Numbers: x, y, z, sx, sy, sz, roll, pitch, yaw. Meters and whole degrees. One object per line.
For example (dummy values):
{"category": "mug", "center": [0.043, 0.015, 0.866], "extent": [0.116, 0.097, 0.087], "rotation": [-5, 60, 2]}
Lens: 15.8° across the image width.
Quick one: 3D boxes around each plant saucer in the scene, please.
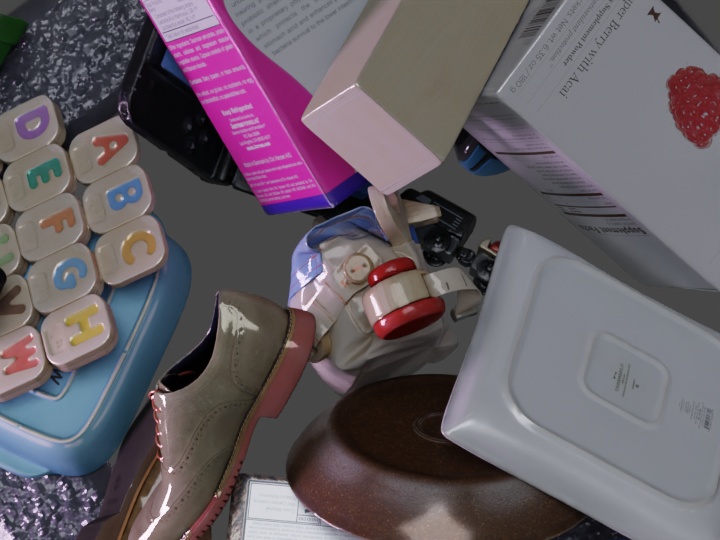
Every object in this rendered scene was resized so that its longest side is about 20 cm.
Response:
{"category": "plant saucer", "center": [0.053, 0.112, 1.622], "extent": [0.199, 0.201, 0.037], "rotation": [4, 114, 4]}

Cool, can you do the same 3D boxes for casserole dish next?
{"category": "casserole dish", "center": [-0.193, 0.041, 1.728], "extent": [0.121, 0.039, 0.201], "rotation": [23, 80, 9]}

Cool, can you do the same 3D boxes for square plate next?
{"category": "square plate", "center": [0.161, 0.074, 1.625], "extent": [0.197, 0.028, 0.200], "rotation": [28, 44, -7]}

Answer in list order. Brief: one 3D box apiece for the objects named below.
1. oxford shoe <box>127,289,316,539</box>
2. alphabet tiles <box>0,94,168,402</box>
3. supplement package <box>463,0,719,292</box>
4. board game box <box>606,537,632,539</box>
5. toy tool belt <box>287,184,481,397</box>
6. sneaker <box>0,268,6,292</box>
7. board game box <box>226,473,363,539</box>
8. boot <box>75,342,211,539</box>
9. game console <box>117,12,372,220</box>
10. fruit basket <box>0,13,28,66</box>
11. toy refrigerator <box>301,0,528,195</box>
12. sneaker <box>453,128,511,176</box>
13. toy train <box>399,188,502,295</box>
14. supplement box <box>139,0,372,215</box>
{"category": "oxford shoe", "center": [-0.105, 0.097, 1.609], "extent": [0.075, 0.071, 0.201], "rotation": [24, 106, -19]}
{"category": "alphabet tiles", "center": [-0.226, -0.017, 1.720], "extent": [0.195, 0.015, 0.201], "rotation": [-24, 61, 12]}
{"category": "supplement package", "center": [0.169, -0.095, 1.657], "extent": [0.200, 0.120, 0.121], "rotation": [39, 79, -17]}
{"category": "board game box", "center": [0.121, 0.271, 1.589], "extent": [0.200, 0.034, 0.136], "rotation": [-31, 98, -31]}
{"category": "toy tool belt", "center": [0.000, 0.000, 1.645], "extent": [0.124, 0.200, 0.123], "rotation": [-20, 78, -11]}
{"category": "sneaker", "center": [-0.306, -0.023, 1.717], "extent": [0.199, 0.071, 0.083], "rotation": [37, 90, 28]}
{"category": "board game box", "center": [-0.008, 0.240, 1.636], "extent": [0.158, 0.097, 0.201], "rotation": [5, 76, 5]}
{"category": "boot", "center": [-0.125, 0.143, 1.694], "extent": [0.075, 0.074, 0.201], "rotation": [28, 79, -15]}
{"category": "game console", "center": [-0.046, -0.154, 1.731], "extent": [0.116, 0.176, 0.201], "rotation": [10, 74, 35]}
{"category": "fruit basket", "center": [-0.329, -0.207, 1.735], "extent": [0.214, 0.155, 0.217], "rotation": [0, 90, 8]}
{"category": "toy refrigerator", "center": [0.043, -0.149, 1.619], "extent": [0.076, 0.070, 0.200], "rotation": [40, 53, -17]}
{"category": "sneaker", "center": [0.112, -0.156, 1.752], "extent": [0.082, 0.073, 0.201], "rotation": [24, 79, 35]}
{"category": "toy train", "center": [0.107, 0.002, 1.722], "extent": [0.199, 0.034, 0.046], "rotation": [30, 69, 10]}
{"category": "supplement box", "center": [-0.052, -0.147, 1.660], "extent": [0.101, 0.103, 0.201], "rotation": [-35, 104, -24]}
